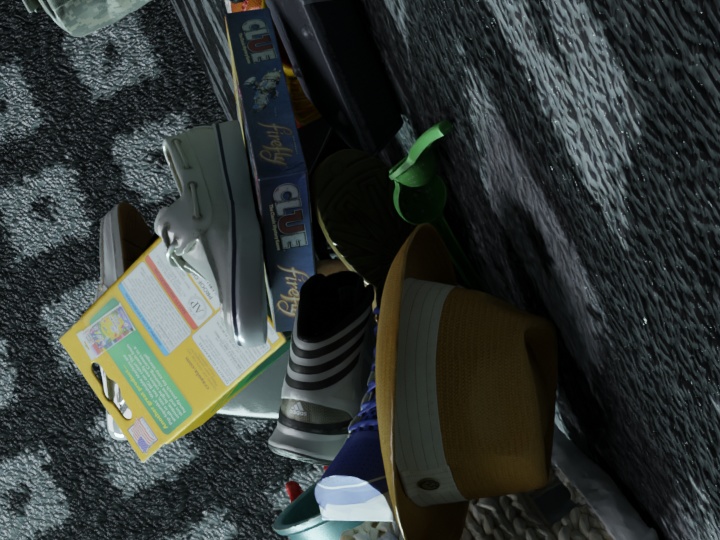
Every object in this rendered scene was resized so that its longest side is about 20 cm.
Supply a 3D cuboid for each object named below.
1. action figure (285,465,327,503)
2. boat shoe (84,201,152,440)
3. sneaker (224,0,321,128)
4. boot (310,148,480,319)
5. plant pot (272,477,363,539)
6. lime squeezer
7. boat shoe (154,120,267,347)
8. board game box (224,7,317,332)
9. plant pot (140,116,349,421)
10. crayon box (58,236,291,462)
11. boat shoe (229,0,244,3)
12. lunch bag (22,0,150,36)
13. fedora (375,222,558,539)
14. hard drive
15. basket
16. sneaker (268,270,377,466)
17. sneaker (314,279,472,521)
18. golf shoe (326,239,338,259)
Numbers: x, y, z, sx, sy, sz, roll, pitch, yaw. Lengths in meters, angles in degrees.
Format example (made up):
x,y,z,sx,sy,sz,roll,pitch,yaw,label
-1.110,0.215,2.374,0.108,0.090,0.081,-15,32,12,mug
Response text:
x,y,z,sx,sy,sz,roll,pitch,yaw,label
-0.008,0.254,1.475,0.099,0.065,0.200,47,-157,-35,action figure
-0.202,0.043,1.600,0.071,0.069,0.201,23,-125,-62,boat shoe
-0.062,-0.162,1.621,0.077,0.073,0.200,48,166,48,sneaker
0.000,0.000,1.361,0.175,0.066,0.200,54,164,-9,boot
0.072,0.211,1.382,0.197,0.200,0.200,57,176,-2,plant pot
0.043,-0.048,1.205,0.200,0.038,0.071,73,171,-56,lime squeezer
-0.103,-0.025,1.292,0.071,0.069,0.201,88,173,-48,boat shoe
-0.062,-0.074,1.348,0.200,0.034,0.136,-104,7,-49,board game box
-0.076,0.013,1.601,0.200,0.177,0.200,-70,-39,-62,plant pot
-0.136,0.045,1.493,0.126,0.200,0.052,54,-143,7,crayon box
-0.102,-0.280,1.457,0.200,0.066,0.075,72,172,-55,boat shoe
-0.136,-0.243,1.255,0.168,0.199,0.140,-115,0,-58,lunch bag
0.067,0.069,1.068,0.201,0.081,0.202,-2,-90,-74,fedora
-0.026,-0.161,1.354,0.135,0.042,0.200,67,174,-22,hard drive
0.110,0.233,1.158,0.201,0.160,0.198,65,175,-20,basket
0.007,0.057,1.277,0.200,0.075,0.116,-12,-67,-68,sneaker
0.029,0.067,1.198,0.080,0.199,0.116,-7,110,38,sneaker
0.037,0.020,1.523,0.095,0.077,0.201,-85,-23,-64,golf shoe
